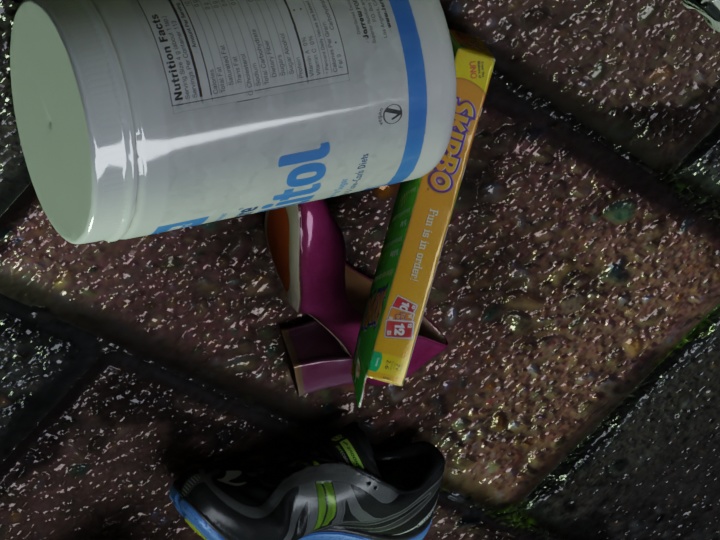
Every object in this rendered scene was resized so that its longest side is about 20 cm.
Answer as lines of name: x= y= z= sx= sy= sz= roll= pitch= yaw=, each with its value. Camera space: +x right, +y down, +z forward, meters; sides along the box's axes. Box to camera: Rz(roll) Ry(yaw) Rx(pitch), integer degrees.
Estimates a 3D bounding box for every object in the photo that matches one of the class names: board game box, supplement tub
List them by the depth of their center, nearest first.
supplement tub: x=-0.064 y=-0.093 z=1.521 sx=0.200 sy=0.132 sz=0.132 roll=-13 pitch=136 yaw=-21
board game box: x=0.031 y=-0.027 z=1.621 sx=0.030 sy=0.096 sz=0.200 roll=17 pitch=99 yaw=-6

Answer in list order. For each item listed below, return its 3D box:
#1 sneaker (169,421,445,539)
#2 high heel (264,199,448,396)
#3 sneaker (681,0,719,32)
sneaker: x=-0.031 y=0.128 z=1.812 sx=0.199 sy=0.071 sz=0.083 roll=1 pitch=125 yaw=-39
high heel: x=0.000 y=0.000 z=1.701 sx=0.096 sy=0.068 sz=0.200 roll=-16 pitch=151 yaw=-7
sneaker: x=0.199 y=-0.166 z=1.654 sx=0.200 sy=0.074 sz=0.089 roll=0 pitch=132 yaw=-35
